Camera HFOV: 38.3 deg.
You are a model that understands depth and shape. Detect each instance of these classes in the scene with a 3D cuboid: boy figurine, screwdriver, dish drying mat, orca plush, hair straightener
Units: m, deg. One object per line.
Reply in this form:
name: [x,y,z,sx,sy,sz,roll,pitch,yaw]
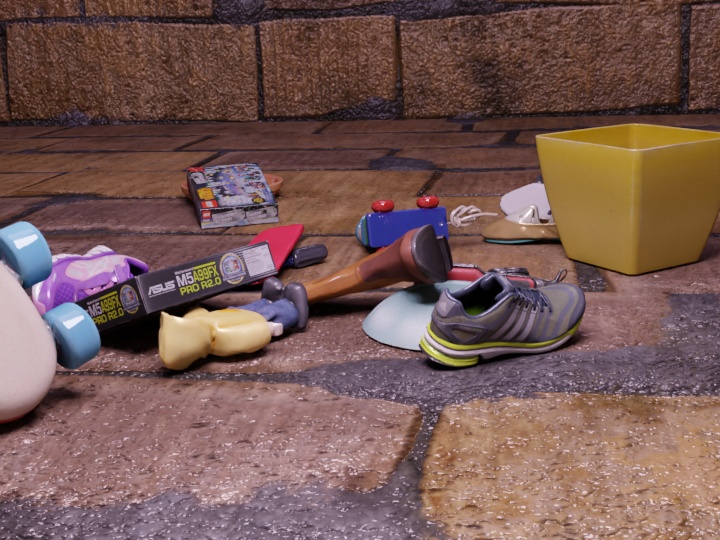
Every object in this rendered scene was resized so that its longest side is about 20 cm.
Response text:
boy figurine: [-0.150,0.057,1.136,0.124,0.065,0.200,13,17,37]
screwdriver: [-0.129,-0.003,1.458,0.199,0.028,0.029,-21,51,-35]
dish drying mat: [-0.133,-0.022,1.453,0.076,0.018,0.200,-6,20,12]
orca plush: [0.324,-0.106,1.676,0.199,0.106,0.071,-20,-39,37]
hair straightener: [0.166,0.003,1.341,0.199,0.041,0.077,-2,15,2]

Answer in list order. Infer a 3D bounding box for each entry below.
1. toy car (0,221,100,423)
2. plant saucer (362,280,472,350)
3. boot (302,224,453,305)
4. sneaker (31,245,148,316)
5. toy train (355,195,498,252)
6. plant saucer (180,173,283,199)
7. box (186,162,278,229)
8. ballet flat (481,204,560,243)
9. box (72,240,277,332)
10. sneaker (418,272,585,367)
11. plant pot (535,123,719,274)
toy car: [-0.388,0.076,1.001,0.184,0.177,0.200,-33,3,-39]
plant saucer: [0.101,0.044,1.198,0.200,0.039,0.201,-3,14,1]
boot: [0.000,0.000,1.210,0.199,0.069,0.188,-15,5,11]
sneaker: [-0.329,0.019,1.291,0.088,0.081,0.200,10,16,16]
toy train: [0.095,-0.067,1.570,0.199,0.085,0.116,-6,2,-15]
plant saucer: [-0.250,-0.158,2.032,0.199,0.038,0.200,-1,15,0]
box: [-0.232,-0.137,1.861,0.136,0.040,0.200,-7,28,-15]
ballet flat: [0.283,-0.074,1.579,0.199,0.063,0.069,2,15,17]
box: [-0.220,0.023,1.210,0.160,0.044,0.200,-18,0,43]
sneaker: [0.158,0.042,1.083,0.199,0.081,0.074,-14,43,-28]
plant pot: [0.378,-0.100,1.441,0.199,0.177,0.200,-10,17,-29]
